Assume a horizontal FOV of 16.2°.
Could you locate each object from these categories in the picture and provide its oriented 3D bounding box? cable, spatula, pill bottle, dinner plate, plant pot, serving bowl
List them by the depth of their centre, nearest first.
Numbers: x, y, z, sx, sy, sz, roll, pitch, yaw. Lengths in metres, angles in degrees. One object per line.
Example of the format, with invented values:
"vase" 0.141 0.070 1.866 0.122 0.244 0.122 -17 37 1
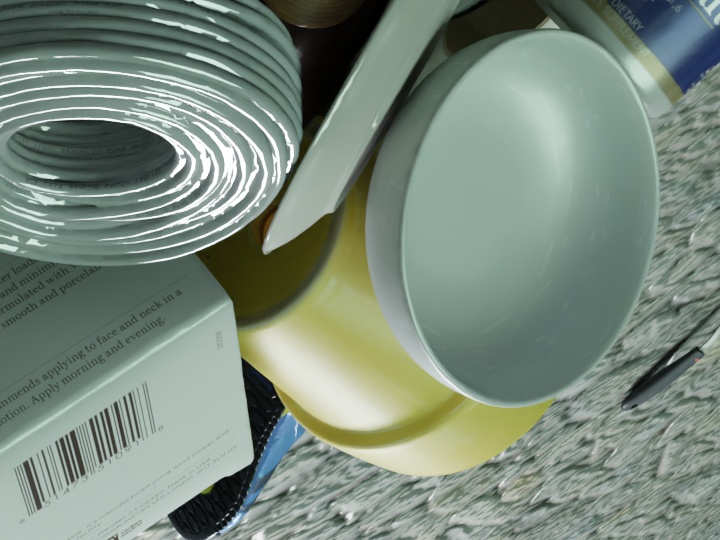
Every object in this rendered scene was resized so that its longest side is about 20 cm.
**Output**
"cable" -0.127 -0.073 1.167 0.200 0.069 0.200 21 146 -38
"dinner plate" 0.010 -0.090 1.249 0.200 0.024 0.200 -59 179 -1
"serving bowl" 0.071 -0.031 1.337 0.200 0.066 0.200 -11 106 -42
"pill bottle" 0.198 -0.189 1.396 0.200 0.111 0.111 -43 156 4
"plant pot" 0.000 0.000 1.441 0.201 0.201 0.189 -47 141 15
"spatula" 0.296 0.053 2.140 0.200 0.021 0.057 -44 157 9

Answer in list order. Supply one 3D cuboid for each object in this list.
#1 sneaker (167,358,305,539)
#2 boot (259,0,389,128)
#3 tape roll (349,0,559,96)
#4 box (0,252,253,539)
"sneaker" -0.063 0.103 1.656 0.078 0.066 0.200 -18 147 -47
"boot" 0.003 -0.169 1.258 0.200 0.072 0.166 -52 171 -36
"tape roll" 0.079 -0.169 1.438 0.203 0.037 0.203 -32 153 -18
"box" -0.177 0.070 1.355 0.199 0.131 0.200 -33 155 -16
